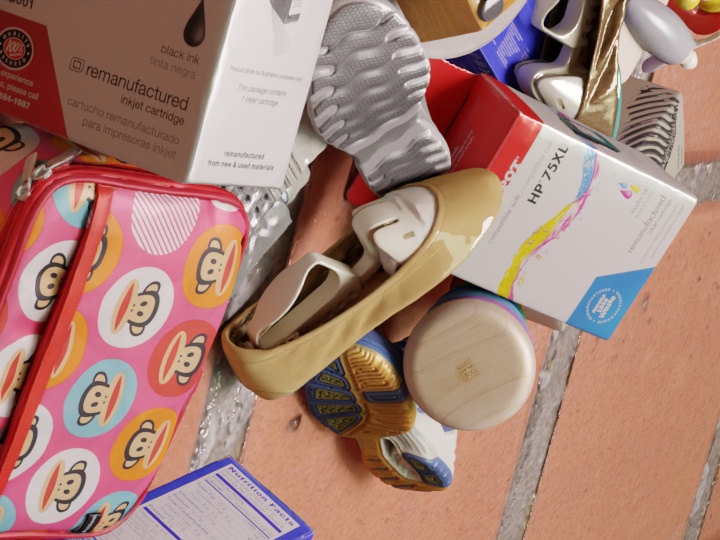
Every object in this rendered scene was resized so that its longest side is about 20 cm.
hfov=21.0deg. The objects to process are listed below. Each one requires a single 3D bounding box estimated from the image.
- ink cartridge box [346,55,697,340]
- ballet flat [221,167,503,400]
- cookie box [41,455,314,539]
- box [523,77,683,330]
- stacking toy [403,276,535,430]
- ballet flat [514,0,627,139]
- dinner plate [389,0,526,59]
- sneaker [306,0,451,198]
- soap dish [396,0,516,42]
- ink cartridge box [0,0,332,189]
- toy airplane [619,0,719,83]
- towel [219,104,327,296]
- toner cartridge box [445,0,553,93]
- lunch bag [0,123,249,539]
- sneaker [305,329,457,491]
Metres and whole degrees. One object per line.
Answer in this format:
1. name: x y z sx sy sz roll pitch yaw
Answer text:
1. ink cartridge box: 0.104 -0.046 1.256 0.199 0.067 0.117 22 107 -31
2. ballet flat: 0.000 0.000 1.167 0.200 0.069 0.063 -42 135 1
3. cookie box: -0.139 0.206 1.053 0.200 0.075 0.172 -19 145 -55
4. box: 0.170 -0.055 1.468 0.200 0.068 0.082 -52 147 -31
5. stacking toy: 0.078 0.039 1.316 0.200 0.085 0.086 -66 169 -75
6. ballet flat: 0.140 -0.154 1.288 0.072 0.068 0.201 -7 118 -37
7. dinner plate: 0.065 -0.227 1.182 0.199 0.024 0.202 -19 117 -42
8. sneaker: -0.003 -0.113 1.133 0.074 0.082 0.200 -26 155 -2
9. soap dish: 0.062 -0.244 1.081 0.157 0.081 0.201 -41 131 -13
10. ink cartridge box: -0.086 -0.154 0.881 0.084 0.144 0.201 0 108 -60
11. toy airplane: 0.239 -0.246 1.401 0.199 0.140 0.201 -28 132 -51
12. towel: -0.093 -0.048 1.057 0.193 0.034 0.201 -55 150 -25
13. toner cartridge box: 0.110 -0.156 1.337 0.095 0.043 0.200 -64 152 -12
14. lunch bag: -0.156 0.030 0.936 0.176 0.082 0.201 8 109 -50
15. sneaker: 0.018 0.074 1.321 0.200 0.075 0.089 62 38 -57
